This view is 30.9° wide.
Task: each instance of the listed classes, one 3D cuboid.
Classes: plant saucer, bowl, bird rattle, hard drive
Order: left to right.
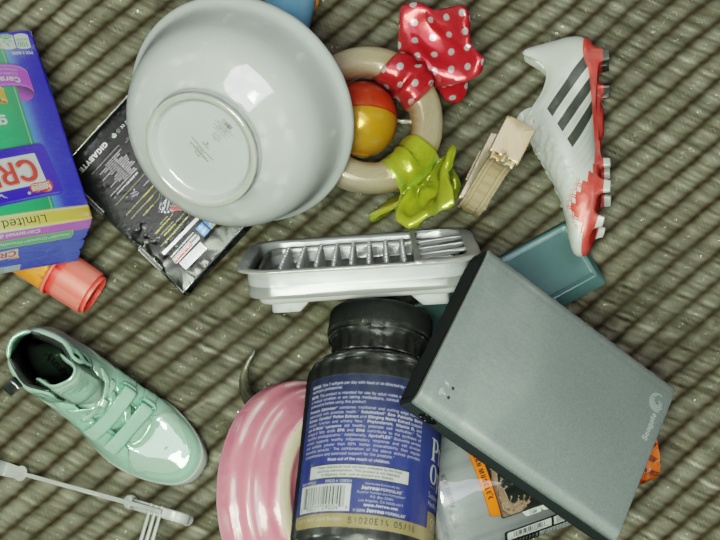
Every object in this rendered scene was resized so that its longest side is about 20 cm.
[{"bbox_3d":[-0.112,-0.113,1.056,0.199,0.090,0.203,9,120,15],"label":"bowl"},{"bbox_3d":[-0.033,0.189,1.078,0.051,0.200,0.202,-14,84,39],"label":"plant saucer"},{"bbox_3d":[0.027,-0.136,1.128,0.162,0.113,0.202,3,88,-13],"label":"bird rattle"},{"bbox_3d":[0.116,0.027,1.164,0.199,0.019,0.070,-28,71,-2],"label":"plant saucer"},{"bbox_3d":[0.141,0.098,1.010,0.199,0.033,0.140,35,64,-14],"label":"hard drive"}]

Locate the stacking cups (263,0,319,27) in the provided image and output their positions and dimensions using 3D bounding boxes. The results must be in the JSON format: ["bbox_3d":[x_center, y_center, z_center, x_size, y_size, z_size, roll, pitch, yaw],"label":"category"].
[{"bbox_3d":[-0.061,-0.226,1.147,0.060,0.061,0.201,15,65,2],"label":"stacking cups"}]

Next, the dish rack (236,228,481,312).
[{"bbox_3d":[0.000,0.000,1.106,0.198,0.172,0.044,-3,101,1],"label":"dish rack"}]

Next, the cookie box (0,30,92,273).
[{"bbox_3d":[-0.338,-0.096,1.103,0.170,0.075,0.201,-11,65,-28],"label":"cookie box"}]

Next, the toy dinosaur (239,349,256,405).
[{"bbox_3d":[-0.078,0.170,1.118,0.076,0.102,0.202,6,83,4],"label":"toy dinosaur"}]

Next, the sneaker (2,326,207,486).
[{"bbox_3d":[-0.223,0.121,1.120,0.200,0.118,0.074,36,85,2],"label":"sneaker"}]

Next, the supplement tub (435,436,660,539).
[{"bbox_3d":[0.143,0.162,1.103,0.198,0.123,0.123,-18,85,-7],"label":"supplement tub"}]

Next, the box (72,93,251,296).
[{"bbox_3d":[-0.146,-0.104,1.173,0.160,0.049,0.200,42,87,1],"label":"box"}]

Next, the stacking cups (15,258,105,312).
[{"bbox_3d":[-0.322,-0.029,1.161,0.199,0.061,0.061,36,87,1],"label":"stacking cups"}]

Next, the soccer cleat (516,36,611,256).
[{"bbox_3d":[0.180,-0.111,1.161,0.084,0.069,0.202,0,80,12],"label":"soccer cleat"}]

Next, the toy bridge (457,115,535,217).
[{"bbox_3d":[0.106,-0.080,1.090,0.027,0.200,0.068,27,87,0],"label":"toy bridge"}]

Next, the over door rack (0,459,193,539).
[{"bbox_3d":[-0.254,0.256,1.132,0.198,0.067,0.149,12,75,15],"label":"over door rack"}]

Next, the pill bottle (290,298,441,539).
[{"bbox_3d":[0.008,0.130,1.016,0.111,0.112,0.202,5,67,1],"label":"pill bottle"}]
